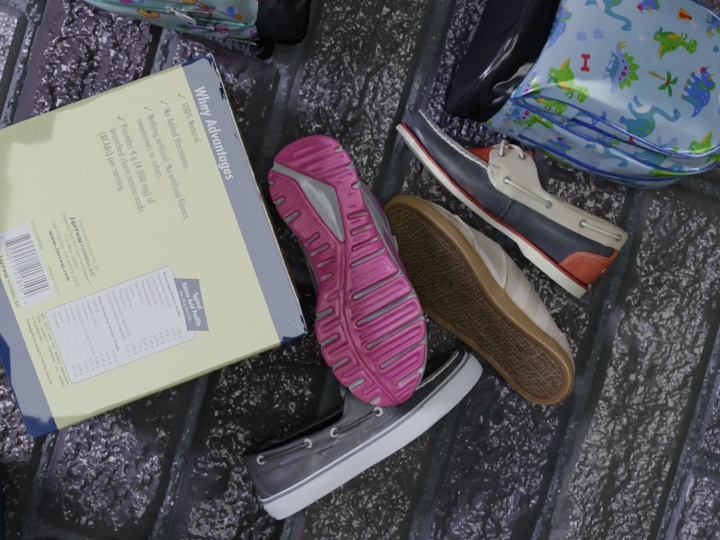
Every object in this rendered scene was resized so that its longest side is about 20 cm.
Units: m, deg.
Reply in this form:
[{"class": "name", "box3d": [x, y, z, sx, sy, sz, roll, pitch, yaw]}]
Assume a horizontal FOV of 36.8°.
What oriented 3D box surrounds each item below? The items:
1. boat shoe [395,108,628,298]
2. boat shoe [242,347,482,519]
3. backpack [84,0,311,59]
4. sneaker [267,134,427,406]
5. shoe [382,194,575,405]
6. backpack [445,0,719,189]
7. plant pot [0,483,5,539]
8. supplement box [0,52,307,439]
[{"class": "boat shoe", "box3d": [0.114, -0.061, 0.821, 0.199, 0.071, 0.063, 38, 103, -11]}, {"class": "boat shoe", "box3d": [-0.002, 0.109, 0.828, 0.199, 0.070, 0.067, -33, 97, 5]}, {"class": "backpack", "box3d": [-0.129, -0.248, 0.766, 0.197, 0.127, 0.170, 7, 96, -2]}, {"class": "sneaker", "box3d": [0.000, 0.000, 0.802, 0.080, 0.088, 0.203, -18, 86, 10]}, {"class": "shoe", "box3d": [0.092, 0.018, 0.839, 0.200, 0.053, 0.070, 48, 126, 1]}, {"class": "backpack", "box3d": [0.190, -0.144, 0.801, 0.199, 0.153, 0.165, 33, 73, -19]}, {"class": "plant pot", "box3d": [-0.332, 0.185, 0.739, 0.197, 0.188, 0.203, 0, 94, -5]}, {"class": "supplement box", "box3d": [-0.161, -0.019, 0.770, 0.197, 0.134, 0.203, -20, 94, -3]}]
